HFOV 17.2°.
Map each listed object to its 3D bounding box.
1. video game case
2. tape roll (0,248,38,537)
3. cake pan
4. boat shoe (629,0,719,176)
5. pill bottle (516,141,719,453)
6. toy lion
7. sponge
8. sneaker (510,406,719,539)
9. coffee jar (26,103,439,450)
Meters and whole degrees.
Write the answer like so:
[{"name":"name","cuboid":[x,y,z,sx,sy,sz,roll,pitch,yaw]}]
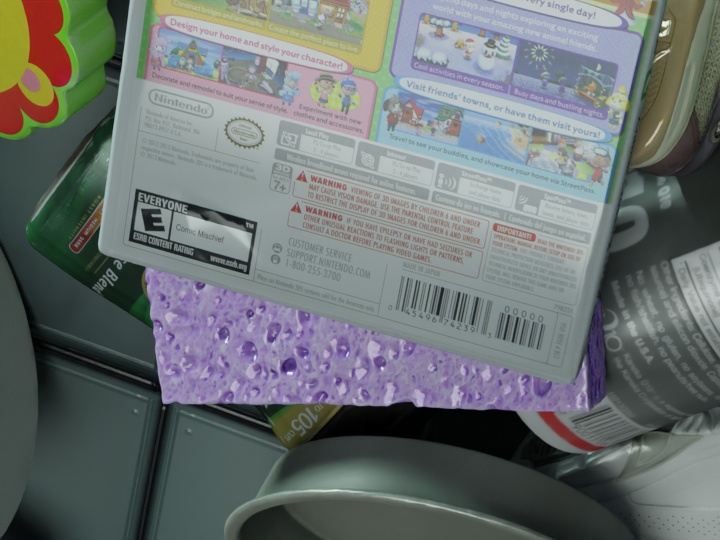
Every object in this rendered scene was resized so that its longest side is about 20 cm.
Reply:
[{"name":"video game case","cuboid":[0.005,-0.065,0.901,0.199,0.022,0.183,16,116,11]},{"name":"tape roll","cuboid":[-0.263,0.052,1.115,0.138,0.203,0.204,-11,114,25]},{"name":"cake pan","cuboid":[0.039,0.127,1.067,0.199,0.037,0.201,13,154,6]},{"name":"boat shoe","cuboid":[0.136,-0.132,0.923,0.072,0.065,0.201,16,89,38]},{"name":"pill bottle","cuboid":[0.154,-0.007,0.982,0.199,0.114,0.114,-23,108,28]},{"name":"toy lion","cuboid":[-0.195,-0.146,1.023,0.191,0.069,0.201,-10,115,47]},{"name":"sponge","cuboid":[0.000,0.000,0.977,0.199,0.030,0.112,-1,103,25]},{"name":"sneaker","cuboid":[0.169,0.088,1.063,0.199,0.078,0.100,-18,117,37]},{"name":"coffee jar","cuboid":[-0.045,0.004,1.078,0.200,0.085,0.104,38,124,-4]}]
